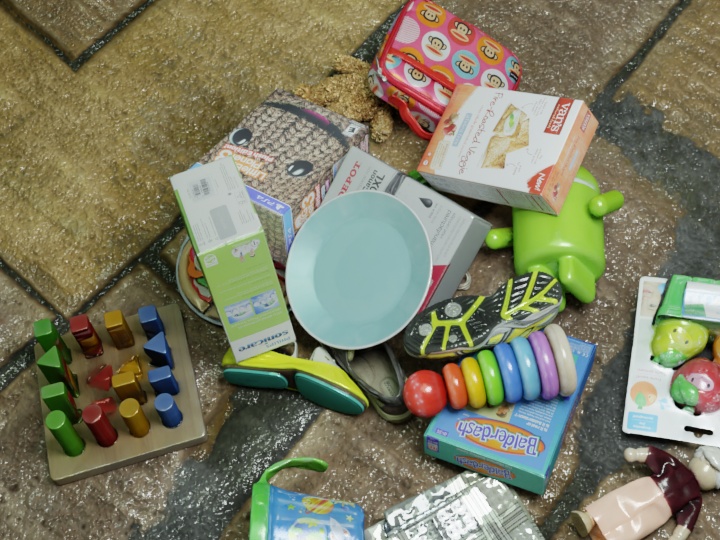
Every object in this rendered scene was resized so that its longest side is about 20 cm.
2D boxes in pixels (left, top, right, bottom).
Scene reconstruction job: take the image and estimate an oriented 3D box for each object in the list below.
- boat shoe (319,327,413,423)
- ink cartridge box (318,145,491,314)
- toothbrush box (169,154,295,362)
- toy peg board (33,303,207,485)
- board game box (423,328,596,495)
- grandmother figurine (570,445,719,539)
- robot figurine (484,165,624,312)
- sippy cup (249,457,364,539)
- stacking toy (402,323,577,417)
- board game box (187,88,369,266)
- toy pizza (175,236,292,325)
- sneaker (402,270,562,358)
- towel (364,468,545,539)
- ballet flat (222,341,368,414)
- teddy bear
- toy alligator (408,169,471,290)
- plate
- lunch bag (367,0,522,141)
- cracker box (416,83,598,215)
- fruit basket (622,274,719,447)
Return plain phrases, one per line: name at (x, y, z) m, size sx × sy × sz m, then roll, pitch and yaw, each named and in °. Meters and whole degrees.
boat shoe at (0.004, 0.099, 1.547) m, size 0.073 × 0.065 × 0.200 m, roll -36°, pitch 60°, yaw -13°
ink cartridge box at (0.043, -0.048, 1.591) m, size 0.199 × 0.083 × 0.146 m, roll 31°, pitch 97°, yaw 23°
toothbrush box at (-0.153, -0.013, 1.508) m, size 0.085 × 0.201 × 0.146 m, roll -21°, pitch 48°, yaw -5°
toy peg board at (-0.312, 0.133, 1.548) m, size 0.197 × 0.098 × 0.202 m, roll -16°, pitch 58°, yaw -3°
board game box at (0.181, 0.154, 1.490) m, size 0.151 × 0.045 × 0.201 m, roll 18°, pitch 54°, yaw 17°
grandmother figurine at (0.339, 0.256, 1.416) m, size 0.198 × 0.061 × 0.122 m, roll -24°, pitch 86°, yaw -11°
robot figurine at (0.251, -0.052, 1.580) m, size 0.174 × 0.115 × 0.202 m, roll -20°, pitch 53°, yaw 33°
sippy cup at (-0.061, 0.310, 1.395) m, size 0.129 × 0.140 × 0.180 m, roll 2°, pitch 96°, yaw -4°
stacking toy at (0.146, 0.125, 1.439) m, size 0.198 × 0.086 × 0.086 m, roll -14°, pitch 57°, yaw -2°
board game box at (-0.105, -0.128, 1.660) m, size 0.158 × 0.097 × 0.200 m, roll 24°, pitch 53°, yaw 24°
toy pizza at (-0.152, -0.016, 1.659) m, size 0.197 × 0.032 × 0.202 m, roll -3°, pitch 58°, yaw 5°
sneaker at (0.149, 0.070, 1.483) m, size 0.198 × 0.077 × 0.076 m, roll -16°, pitch 52°, yaw -1°
towel at (0.120, 0.330, 1.407) m, size 0.191 × 0.035 × 0.201 m, roll -27°, pitch 58°, yaw -10°
ballet flat at (-0.077, 0.122, 1.545) m, size 0.198 × 0.067 × 0.068 m, roll 12°, pitch 57°, yaw 16°
teddy bear at (-0.002, -0.249, 1.764) m, size 0.197 × 0.067 × 0.147 m, roll -2°, pitch 60°, yaw 6°
toy alligator at (0.104, -0.068, 1.645) m, size 0.059 × 0.054 × 0.201 m, roll -19°, pitch 58°, yaw -5°
plate at (0.000, 0.000, 1.537) m, size 0.198 × 0.026 × 0.203 m, roll -6°, pitch 74°, yaw 23°
lunch bag at (0.111, -0.259, 1.709) m, size 0.199 × 0.082 × 0.177 m, roll 29°, pitch 64°, yaw -10°
cracker box at (0.184, -0.156, 1.571) m, size 0.199 × 0.058 × 0.135 m, roll 15°, pitch 73°, yaw 39°
fruit basket at (0.414, 0.108, 1.476) m, size 0.183 × 0.094 × 0.202 m, roll 8°, pitch 63°, yaw 12°
